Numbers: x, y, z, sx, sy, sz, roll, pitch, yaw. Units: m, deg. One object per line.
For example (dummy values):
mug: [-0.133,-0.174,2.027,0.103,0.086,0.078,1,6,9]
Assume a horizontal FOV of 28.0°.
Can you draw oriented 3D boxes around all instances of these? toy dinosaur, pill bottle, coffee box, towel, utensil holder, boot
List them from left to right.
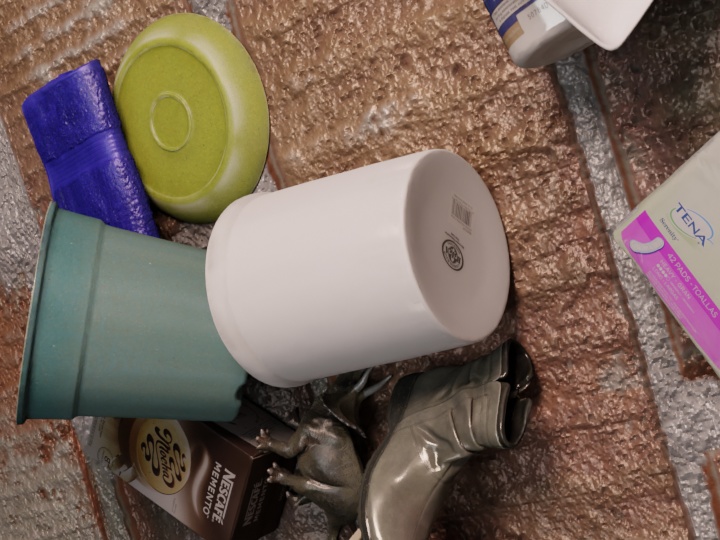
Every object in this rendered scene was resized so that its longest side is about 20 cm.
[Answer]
towel: [-0.269,-0.092,1.423,0.147,0.049,0.202,-20,90,55]
coffee box: [-0.164,0.169,1.405,0.199,0.080,0.114,29,115,28]
toy dinosaur: [-0.032,0.180,1.312,0.102,0.077,0.202,6,104,35]
utensil holder: [0.000,0.000,1.195,0.199,0.169,0.171,-13,92,36]
boot: [0.073,0.148,1.175,0.130,0.201,0.068,-23,131,41]
pill bottle: [0.123,-0.263,1.081,0.111,0.111,0.201,-30,82,36]

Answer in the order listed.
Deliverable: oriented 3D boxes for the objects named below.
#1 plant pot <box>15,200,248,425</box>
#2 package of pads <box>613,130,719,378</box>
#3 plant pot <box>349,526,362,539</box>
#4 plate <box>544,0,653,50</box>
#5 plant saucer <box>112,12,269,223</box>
plant pot: [-0.198,0.050,1.307,0.194,0.200,0.202,8,110,-10]
package of pads: [0.298,-0.002,1.035,0.201,0.068,0.155,54,126,13]
plant pot: [0.053,0.333,1.228,0.183,0.200,0.202,28,116,16]
plate: [0.151,-0.281,1.014,0.199,0.032,0.200,38,78,1]
plant saucer: [-0.172,-0.143,1.375,0.199,0.031,0.202,8,104,34]
